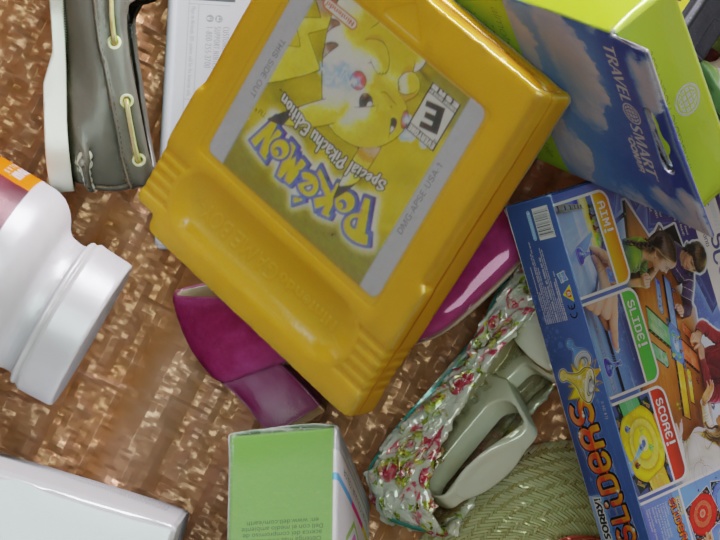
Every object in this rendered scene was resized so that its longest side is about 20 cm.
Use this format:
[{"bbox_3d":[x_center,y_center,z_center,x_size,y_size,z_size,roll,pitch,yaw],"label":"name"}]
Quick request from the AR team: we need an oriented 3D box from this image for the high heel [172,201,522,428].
[{"bbox_3d":[0.000,0.000,1.370,0.200,0.067,0.096,-34,99,18],"label":"high heel"}]

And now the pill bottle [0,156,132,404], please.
[{"bbox_3d":[-0.225,-0.017,1.349,0.200,0.113,0.113,31,87,-2],"label":"pill bottle"}]

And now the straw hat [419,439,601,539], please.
[{"bbox_3d":[0.114,0.190,1.367,0.200,0.085,0.202,0,87,-2],"label":"straw hat"}]

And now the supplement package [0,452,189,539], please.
[{"bbox_3d":[-0.180,0.173,1.298,0.151,0.200,0.151,17,87,-1],"label":"supplement package"}]

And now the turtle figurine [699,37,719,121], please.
[{"bbox_3d":[0.202,-0.159,1.349,0.144,0.200,0.194,25,54,37],"label":"turtle figurine"}]

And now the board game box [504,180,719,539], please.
[{"bbox_3d":[0.157,0.045,1.357,0.135,0.034,0.201,-17,92,-44],"label":"board game box"}]

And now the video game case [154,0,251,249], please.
[{"bbox_3d":[-0.015,-0.106,1.407,0.181,0.023,0.201,3,86,-2],"label":"video game case"}]

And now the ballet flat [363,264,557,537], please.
[{"bbox_3d":[0.082,0.062,1.376,0.076,0.064,0.200,34,93,-42],"label":"ballet flat"}]

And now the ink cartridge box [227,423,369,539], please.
[{"bbox_3d":[-0.031,0.190,1.311,0.059,0.104,0.200,-5,61,9],"label":"ink cartridge box"}]

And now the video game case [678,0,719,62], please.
[{"bbox_3d":[0.164,-0.204,1.339,0.025,0.181,0.200,42,77,-34],"label":"video game case"}]

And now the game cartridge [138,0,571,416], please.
[{"bbox_3d":[-0.011,-0.057,1.311,0.176,0.032,0.200,42,112,25],"label":"game cartridge"}]

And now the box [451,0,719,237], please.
[{"bbox_3d":[0.105,-0.101,1.289,0.048,0.200,0.122,-40,128,-19],"label":"box"}]

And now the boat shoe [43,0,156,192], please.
[{"bbox_3d":[-0.137,-0.142,1.379,0.060,0.072,0.202,0,92,-2],"label":"boat shoe"}]
